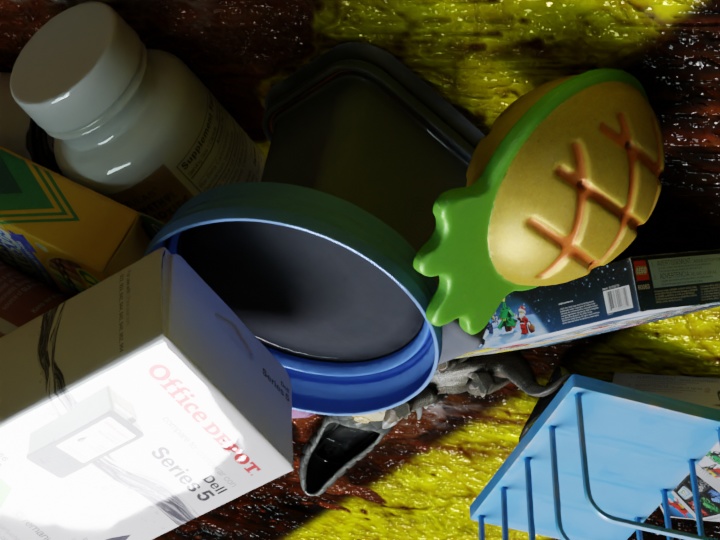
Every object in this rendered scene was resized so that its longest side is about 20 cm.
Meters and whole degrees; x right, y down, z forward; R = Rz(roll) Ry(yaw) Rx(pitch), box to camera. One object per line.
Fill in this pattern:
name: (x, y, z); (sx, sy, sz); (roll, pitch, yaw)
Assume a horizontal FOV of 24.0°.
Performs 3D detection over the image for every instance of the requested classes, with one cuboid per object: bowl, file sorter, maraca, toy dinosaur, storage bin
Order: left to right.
bowl: (-0.042, 0.019, 1.083); (0.199, 0.040, 0.201); (12, 143, 9)
storage bin: (0.009, -0.028, 1.147); (0.200, 0.135, 0.145); (39, 139, -25)
toy dinosaur: (0.082, 0.078, 1.378); (0.199, 0.102, 0.078); (-19, 91, 31)
maraca: (0.110, -0.043, 1.040); (0.107, 0.200, 0.138); (32, 152, 42)
file sorter: (0.188, 0.200, 1.329); (0.138, 0.124, 0.201); (14, 138, -15)

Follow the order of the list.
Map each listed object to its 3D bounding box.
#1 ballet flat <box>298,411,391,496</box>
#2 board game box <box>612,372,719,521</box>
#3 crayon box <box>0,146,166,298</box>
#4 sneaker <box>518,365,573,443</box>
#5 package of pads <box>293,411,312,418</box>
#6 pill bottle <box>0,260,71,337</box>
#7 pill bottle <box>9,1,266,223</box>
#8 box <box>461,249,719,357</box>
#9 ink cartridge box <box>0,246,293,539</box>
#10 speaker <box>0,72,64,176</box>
ballet flat: (-0.012, 0.159, 1.578); (0.066, 0.057, 0.200); (20, 151, -5)
board game box: (0.293, 0.152, 1.414); (0.125, 0.035, 0.200); (2, 147, 27)
crayon box: (-0.203, -0.019, 1.178); (0.199, 0.052, 0.126); (24, 160, 20)
sneaker: (0.186, 0.144, 1.415); (0.080, 0.074, 0.200); (22, 161, 23)
package of pads: (-0.134, 0.076, 1.489); (0.198, 0.076, 0.121); (-4, 143, 34)
pill bottle: (-0.282, 0.041, 1.197); (0.199, 0.113, 0.113); (27, 153, 13)
pill bottle: (-0.147, -0.087, 1.178); (0.113, 0.115, 0.200); (-4, 144, 34)
box: (0.159, 0.025, 1.200); (0.136, 0.038, 0.199); (-5, 172, -44)
ink cartridge box: (-0.161, 0.097, 1.074); (0.199, 0.084, 0.146); (-28, 128, 18)
speaker: (-0.310, -0.111, 1.267); (0.198, 0.082, 0.081); (6, 149, 21)
